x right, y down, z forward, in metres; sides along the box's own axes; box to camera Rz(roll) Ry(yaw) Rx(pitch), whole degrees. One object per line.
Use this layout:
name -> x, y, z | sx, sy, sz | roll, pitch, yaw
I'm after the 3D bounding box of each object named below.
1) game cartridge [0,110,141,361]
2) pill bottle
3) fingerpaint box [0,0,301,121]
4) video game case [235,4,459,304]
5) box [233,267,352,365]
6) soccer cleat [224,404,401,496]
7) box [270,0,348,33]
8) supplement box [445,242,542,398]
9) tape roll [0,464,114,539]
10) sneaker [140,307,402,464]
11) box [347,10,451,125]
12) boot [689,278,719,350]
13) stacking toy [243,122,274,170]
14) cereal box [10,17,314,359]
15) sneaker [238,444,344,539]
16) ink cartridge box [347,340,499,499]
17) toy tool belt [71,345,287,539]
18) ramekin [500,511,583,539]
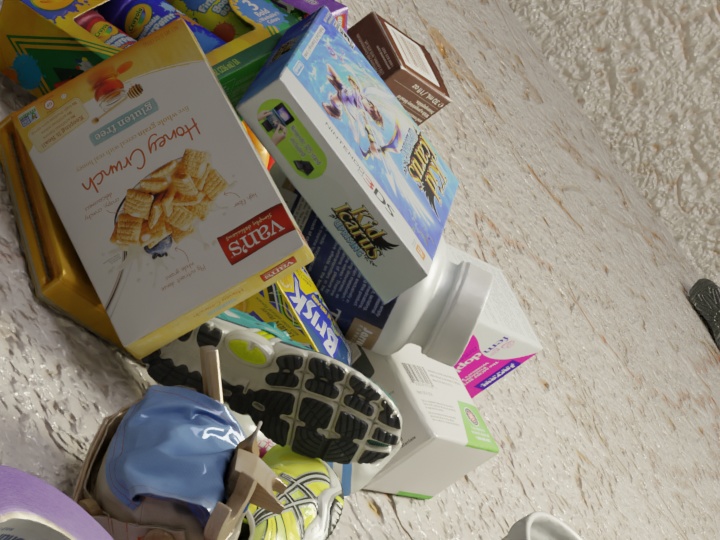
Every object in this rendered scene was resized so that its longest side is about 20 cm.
game cartridge -> -0.180, -0.010, 1.590 | 0.200, 0.032, 0.177 | 34, 25, -46
pill bottle -> 0.000, 0.000, 1.723 | 0.199, 0.111, 0.111 | 24, 20, -2
fingerpaint box -> -0.161, -0.178, 1.685 | 0.167, 0.074, 0.200 | 35, 37, 17
video game case -> -0.004, -0.092, 1.614 | 0.182, 0.045, 0.200 | 53, 21, -13
box -> -0.076, 0.023, 1.638 | 0.064, 0.070, 0.200 | -85, 153, -50
soccer cleat -> -0.043, 0.116, 1.614 | 0.200, 0.086, 0.070 | 28, 30, -55
box -> -0.073, -0.151, 1.833 | 0.039, 0.201, 0.137 | -25, 41, -38
supplement box -> 0.077, 0.045, 2.051 | 0.200, 0.101, 0.104 | 21, 37, -61
tape roll -> -0.173, 0.203, 1.132 | 0.200, 0.066, 0.200 | 47, 18, -20
sneaker -> -0.058, 0.067, 1.522 | 0.199, 0.078, 0.080 | 28, 24, 1
box -> -0.029, -0.137, 1.955 | 0.100, 0.200, 0.075 | 25, 35, -56
boot -> 0.610, 0.093, 3.472 | 0.165, 0.066, 0.200 | 61, 14, 18
stacking toy -> -0.134, -0.096, 1.726 | 0.109, 0.117, 0.200 | 15, 16, 19
cereal box -> -0.139, -0.058, 1.494 | 0.200, 0.143, 0.040 | 60, 1, 21
sneaker -> -0.064, 0.168, 1.465 | 0.076, 0.075, 0.200 | 48, 20, -18
ink cartridge box -> 0.016, 0.086, 1.835 | 0.201, 0.084, 0.145 | 61, 18, 22
toy tool belt -> -0.110, 0.137, 1.308 | 0.124, 0.123, 0.200 | 15, 26, -10
ramekin -> 0.154, 0.306, 1.740 | 0.200, 0.105, 0.200 | 48, 17, -20
